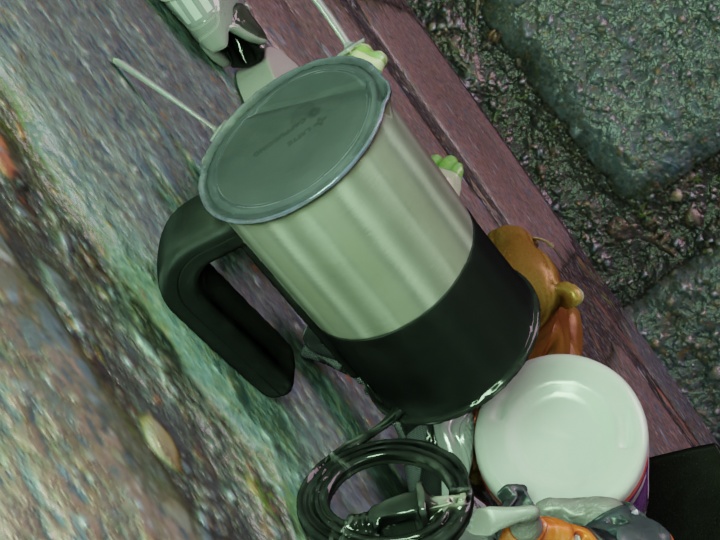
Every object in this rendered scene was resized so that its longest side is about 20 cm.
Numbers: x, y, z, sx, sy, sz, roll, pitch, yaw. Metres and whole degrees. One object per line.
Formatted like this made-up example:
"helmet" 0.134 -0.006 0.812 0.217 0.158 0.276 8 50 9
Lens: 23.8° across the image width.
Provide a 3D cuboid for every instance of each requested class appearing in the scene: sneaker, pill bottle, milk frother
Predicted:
"sneaker" -0.120 -0.231 1.474 0.116 0.075 0.200 56 21 -15
"sneaker" 0.017 0.076 1.124 0.075 0.113 0.201 96 -4 -82
"pill bottle" 0.140 0.140 1.156 0.112 0.111 0.200 60 -3 24
"milk frother" -0.002 0.027 0.919 0.188 0.180 0.200 50 6 -37

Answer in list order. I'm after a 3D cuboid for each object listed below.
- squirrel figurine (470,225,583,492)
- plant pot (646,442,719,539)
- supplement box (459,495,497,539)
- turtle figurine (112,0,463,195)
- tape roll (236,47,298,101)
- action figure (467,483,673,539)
"squirrel figurine" 0.114 0.069 1.282 0.187 0.141 0.201 99 -6 -62
"plant pot" 0.246 0.252 1.279 0.200 0.177 0.200 48 12 -30
"supplement box" 0.107 0.227 1.078 0.200 0.061 0.109 42 18 -48
"turtle figurine" -0.028 -0.103 1.161 0.194 0.144 0.200 27 21 -48
"tape roll" -0.036 -0.108 1.520 0.203 0.037 0.203 51 11 -14
"action figure" 0.145 0.194 0.952 0.200 0.105 0.193 58 23 12
